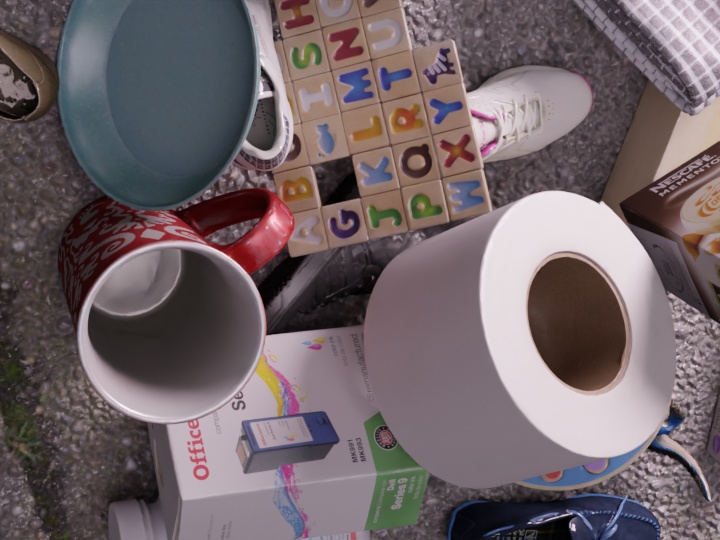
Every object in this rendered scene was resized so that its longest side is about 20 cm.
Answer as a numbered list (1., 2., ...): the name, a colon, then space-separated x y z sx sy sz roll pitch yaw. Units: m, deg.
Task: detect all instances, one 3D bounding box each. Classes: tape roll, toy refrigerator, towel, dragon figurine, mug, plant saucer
1. tape roll: 0.121 0.055 1.375 0.202 0.139 0.204 14 66 -35
2. toy refrigerator: 0.266 -0.097 1.518 0.070 0.076 0.201 18 99 -21
3. towel: 0.254 -0.246 1.423 0.165 0.086 0.200 -41 82 -2
4. dragon figurine: 0.223 0.130 1.578 0.099 0.059 0.201 -31 108 -4
5. mug: -0.138 0.013 1.355 0.176 0.200 0.134 -14 109 -14
6. plant saucer: -0.141 -0.144 1.336 0.036 0.199 0.201 -2 110 -53

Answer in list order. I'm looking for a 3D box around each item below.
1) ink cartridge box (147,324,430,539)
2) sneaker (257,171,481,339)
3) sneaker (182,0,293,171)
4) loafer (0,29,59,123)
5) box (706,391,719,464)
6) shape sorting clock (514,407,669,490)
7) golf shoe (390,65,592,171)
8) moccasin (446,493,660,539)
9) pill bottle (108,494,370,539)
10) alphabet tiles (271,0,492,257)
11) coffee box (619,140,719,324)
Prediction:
1. ink cartridge box: -0.060 0.130 1.426 0.199 0.146 0.088 -6 141 -13
2. sneaker: -0.001 0.000 1.470 0.104 0.060 0.200 38 89 -19
3. sneaker: -0.095 -0.172 1.367 0.076 0.081 0.201 -21 95 -2
4. loafer: -0.308 -0.165 1.321 0.199 0.067 0.076 20 99 -22
5. box: 0.352 0.076 1.615 0.041 0.039 0.201 7 104 -18
6. shape sorting clock: 0.159 0.082 1.507 0.199 0.039 0.201 0 88 13
7. golf shoe: 0.103 -0.113 1.454 0.199 0.092 0.076 -16 108 -14
8. moccasin: 0.175 0.243 1.591 0.199 0.068 0.081 -3 106 -17
9. pill bottle: -0.099 0.216 1.476 0.199 0.109 0.109 -6 107 -15
10. alphabet tiles: 0.001 -0.125 1.399 0.166 0.008 0.201 -12 92 18
11. coffee box: 0.296 -0.024 1.399 0.114 0.200 0.080 -31 111 -7
